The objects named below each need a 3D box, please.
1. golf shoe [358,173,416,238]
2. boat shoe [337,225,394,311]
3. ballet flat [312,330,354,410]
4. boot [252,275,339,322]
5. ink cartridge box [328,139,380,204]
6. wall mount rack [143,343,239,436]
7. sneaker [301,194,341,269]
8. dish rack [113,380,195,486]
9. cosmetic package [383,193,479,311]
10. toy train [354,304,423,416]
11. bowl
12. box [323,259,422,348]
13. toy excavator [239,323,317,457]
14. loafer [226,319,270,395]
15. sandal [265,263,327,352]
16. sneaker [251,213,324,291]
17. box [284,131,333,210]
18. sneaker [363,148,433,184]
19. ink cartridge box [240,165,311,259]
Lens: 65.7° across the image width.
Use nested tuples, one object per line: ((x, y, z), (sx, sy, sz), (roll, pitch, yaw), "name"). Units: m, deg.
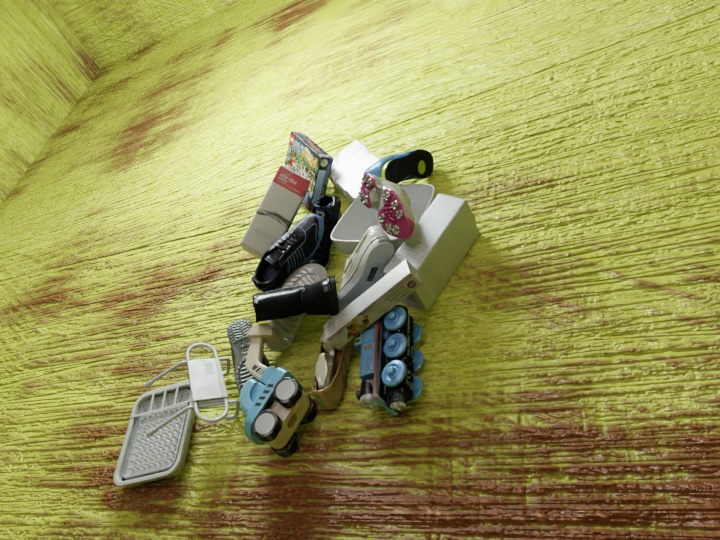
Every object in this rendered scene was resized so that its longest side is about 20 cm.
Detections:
((0.069, -0.126, 1.067), (0.201, 0.090, 0.076), (57, 135, 47), "golf shoe")
((0.000, 0.000, 1.080), (0.202, 0.070, 0.070), (-65, 35, 36), "boat shoe")
((-0.051, 0.156, 1.041), (0.067, 0.063, 0.203), (-14, 46, 22), "ballet flat")
((-0.124, 0.058, 1.057), (0.159, 0.198, 0.075), (-6, 85, -8), "boot")
((0.000, -0.225, 1.345), (0.116, 0.068, 0.200), (-37, 40, -1), "ink cartridge box")
((-0.331, 0.239, 1.092), (0.171, 0.076, 0.201), (-2, 39, -24), "wall mount rack")
((-0.096, -0.086, 1.239), (0.072, 0.113, 0.202), (11, 55, 11), "sneaker")
((-0.405, 0.334, 1.134), (0.169, 0.044, 0.202), (-18, 45, 19), "dish rack")
((0.138, -0.036, 1.059), (0.073, 0.102, 0.201), (19, 64, 41), "cosmetic package")
((0.046, 0.153, 0.969), (0.113, 0.087, 0.203), (-22, 44, 28), "toy train")
((0.059, -0.095, 1.165), (0.197, 0.075, 0.201), (0, 41, 34), "bowl")
((0.019, 0.061, 0.976), (0.199, 0.039, 0.042), (-40, 36, 18), "box")
((-0.172, 0.207, 1.024), (0.197, 0.100, 0.196), (19, 65, 31), "toy excavator")
((-0.221, 0.195, 1.128), (0.074, 0.070, 0.202), (-11, 52, -14), "loafer")
((-0.140, 0.076, 1.178), (0.082, 0.050, 0.205), (29, 78, 11), "sandal")
((-0.152, -0.039, 1.173), (0.070, 0.078, 0.201), (36, 91, 18), "sneaker")
((-0.140, -0.257, 1.426), (0.037, 0.139, 0.200), (-1, 30, -31), "box")
((0.086, -0.228, 1.232), (0.078, 0.067, 0.198), (8, 22, 42), "sneaker")
((-0.197, -0.124, 1.294), (0.203, 0.084, 0.146), (-66, 7, -7), "ink cartridge box")
